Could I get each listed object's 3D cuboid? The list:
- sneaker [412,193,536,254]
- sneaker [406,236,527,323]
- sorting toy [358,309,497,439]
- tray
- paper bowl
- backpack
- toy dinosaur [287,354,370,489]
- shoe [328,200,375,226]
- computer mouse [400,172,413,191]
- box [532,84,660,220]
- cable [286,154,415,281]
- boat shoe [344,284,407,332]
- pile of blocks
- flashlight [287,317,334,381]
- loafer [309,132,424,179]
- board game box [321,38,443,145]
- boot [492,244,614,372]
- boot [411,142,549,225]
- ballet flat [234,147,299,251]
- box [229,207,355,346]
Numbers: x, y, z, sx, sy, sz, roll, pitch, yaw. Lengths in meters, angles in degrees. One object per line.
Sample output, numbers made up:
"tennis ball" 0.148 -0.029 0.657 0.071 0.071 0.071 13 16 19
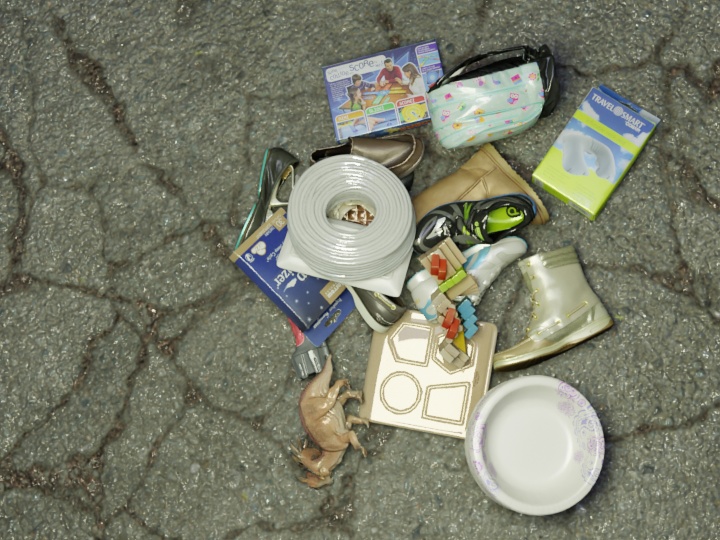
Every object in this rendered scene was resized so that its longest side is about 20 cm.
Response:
"sneaker" 0.171 -0.072 1.653 0.198 0.083 0.071 -14 100 11
"sneaker" 0.176 0.012 1.696 0.199 0.077 0.081 -27 73 1
"sorting toy" 0.107 0.161 1.704 0.198 0.036 0.187 8 80 14
"tray" -0.022 -0.032 1.671 0.199 0.022 0.108 14 64 7
"paper bowl" 0.254 0.260 1.611 0.199 0.104 0.202 1 81 -6
"backpack" 0.205 -0.267 1.702 0.199 0.167 0.127 -16 83 -4
"toy dinosaur" -0.061 0.236 1.666 0.135 0.086 0.201 -15 84 12
"shoe" 0.000 -0.086 1.726 0.200 0.053 0.070 40 97 -2
"computer mouse" 0.020 -0.093 1.766 0.058 0.034 0.201 33 86 13
"box" 0.379 -0.196 1.727 0.122 0.048 0.201 34 86 13
"cable" -0.013 -0.082 1.645 0.198 0.069 0.201 4 62 1
"boat shoe" 0.000 0.000 1.706 0.061 0.072 0.202 -41 77 25
"pile of blocks" 0.144 0.053 1.626 0.081 0.062 0.201 -12 102 4
"flashlight" -0.109 0.076 1.737 0.068 0.068 0.201 -12 78 -33
"loafer" 0.005 -0.180 1.747 0.199 0.071 0.073 -14 57 14
"board game box" 0.045 -0.297 1.802 0.198 0.034 0.136 -13 77 5
"boot" 0.273 0.059 1.677 0.199 0.072 0.156 -23 77 -4
"boot" 0.176 -0.085 1.729 0.200 0.066 0.175 -39 66 0
"ballet flat" -0.149 -0.106 1.779 0.068 0.068 0.201 16 82 2
"box" -0.098 0.010 1.710 0.200 0.032 0.121 46 57 -4
